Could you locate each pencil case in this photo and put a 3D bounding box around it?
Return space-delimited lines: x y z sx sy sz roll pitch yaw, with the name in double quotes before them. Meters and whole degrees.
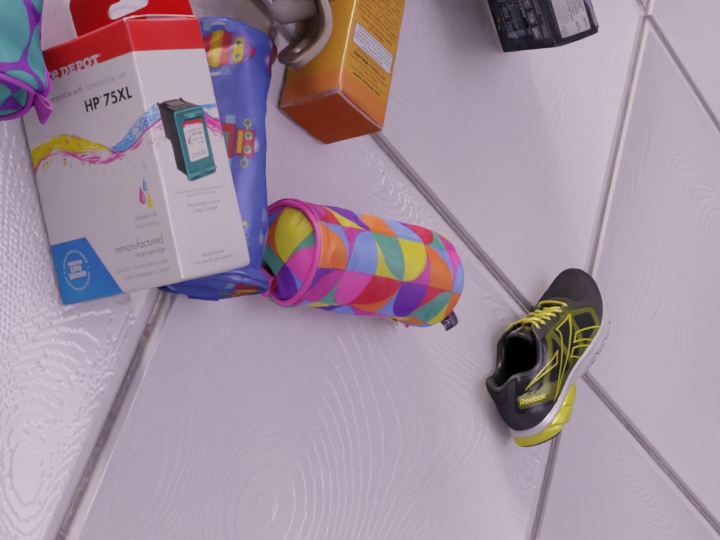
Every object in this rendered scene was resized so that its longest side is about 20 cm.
"pencil case" -0.217 -0.192 0.815 0.092 0.085 0.201 14 69 -21
"pencil case" -0.100 -0.076 0.945 0.077 0.087 0.202 5 74 -15
"pencil case" 0.000 0.000 1.052 0.199 0.088 0.089 14 70 -50

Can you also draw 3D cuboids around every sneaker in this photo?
"sneaker" 0.177 0.066 1.268 0.085 0.074 0.201 50 46 -32

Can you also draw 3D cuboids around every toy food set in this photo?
"toy food set" -0.085 -0.243 0.970 0.144 0.060 0.201 -132 -161 -76

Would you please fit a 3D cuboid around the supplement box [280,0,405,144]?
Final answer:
"supplement box" -0.007 -0.208 1.104 0.069 0.066 0.201 33 58 -43

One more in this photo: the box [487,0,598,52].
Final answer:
"box" 0.148 -0.308 1.263 0.051 0.158 0.201 -20 100 -9

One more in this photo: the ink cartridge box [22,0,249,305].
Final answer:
"ink cartridge box" -0.150 -0.088 0.851 0.067 0.116 0.201 -15 93 -52
